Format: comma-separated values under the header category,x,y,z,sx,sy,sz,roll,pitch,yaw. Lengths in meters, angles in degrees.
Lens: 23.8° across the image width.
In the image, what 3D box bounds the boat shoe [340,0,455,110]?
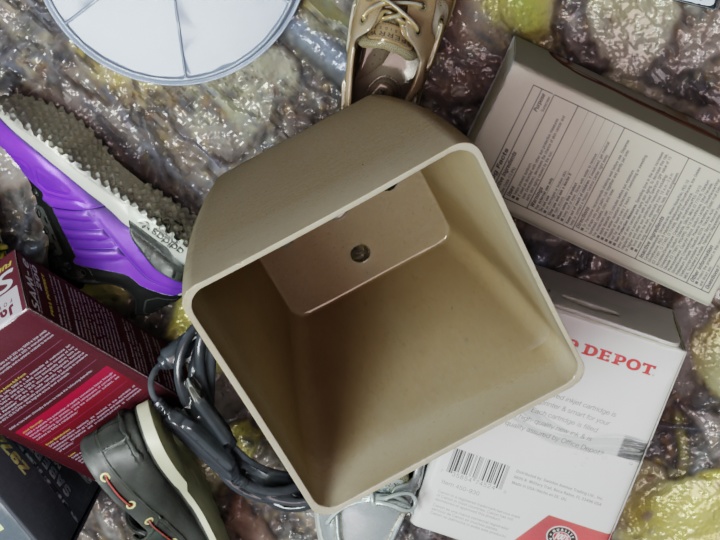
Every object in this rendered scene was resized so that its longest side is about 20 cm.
category,x,y,z,sx,sy,sz,roll,pitch,yaw
boat shoe,0.027,-0.168,1.185,0.071,0.065,0.201,10,110,2

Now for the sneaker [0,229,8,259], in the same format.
category,x,y,z,sx,sy,sz,roll,pitch,yaw
sneaker,-0.293,-0.014,1.267,0.200,0.075,0.085,40,108,-8

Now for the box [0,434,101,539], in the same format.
category,x,y,z,sx,sy,sz,roll,pitch,yaw
box,-0.281,0.123,1.269,0.051,0.158,0.200,-33,102,16

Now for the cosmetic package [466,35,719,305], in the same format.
category,x,y,z,sx,sy,sz,roll,pitch,yaw
cosmetic package,0.174,-0.071,1.193,0.199,0.087,0.104,26,111,-4

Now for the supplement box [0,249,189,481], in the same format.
category,x,y,z,sx,sy,sz,roll,pitch,yaw
supplement box,-0.218,0.075,1.242,0.109,0.061,0.200,-34,141,15

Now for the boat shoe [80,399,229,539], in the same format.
category,x,y,z,sx,sy,sz,roll,pitch,yaw
boat shoe,-0.148,0.172,1.286,0.063,0.074,0.202,-25,139,1

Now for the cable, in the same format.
category,x,y,z,sx,sy,sz,roll,pitch,yaw
cable,-0.053,0.091,1.276,0.163,0.051,0.200,-49,117,-8

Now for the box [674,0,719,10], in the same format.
category,x,y,z,sx,sy,sz,roll,pitch,yaw
box,0.166,-0.289,1.076,0.199,0.124,0.198,18,113,17

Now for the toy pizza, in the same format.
category,x,y,z,sx,sy,sz,roll,pitch,yaw
toy pizza,-0.133,-0.230,1.198,0.199,0.032,0.201,1,110,4

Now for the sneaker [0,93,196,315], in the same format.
category,x,y,z,sx,sy,sz,roll,pitch,yaw
sneaker,-0.208,-0.039,1.252,0.200,0.070,0.100,40,111,-8

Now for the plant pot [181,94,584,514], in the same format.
category,x,y,z,sx,sy,sz,roll,pitch,yaw
plant pot,0.000,0.000,1.128,0.199,0.177,0.200,-28,122,2

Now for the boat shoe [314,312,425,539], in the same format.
category,x,y,z,sx,sy,sz,roll,pitch,yaw
boat shoe,0.017,0.122,1.243,0.074,0.065,0.203,17,90,-12

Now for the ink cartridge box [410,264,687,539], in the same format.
category,x,y,z,sx,sy,sz,roll,pitch,yaw
ink cartridge box,0.136,0.107,1.260,0.146,0.083,0.201,19,110,-1
